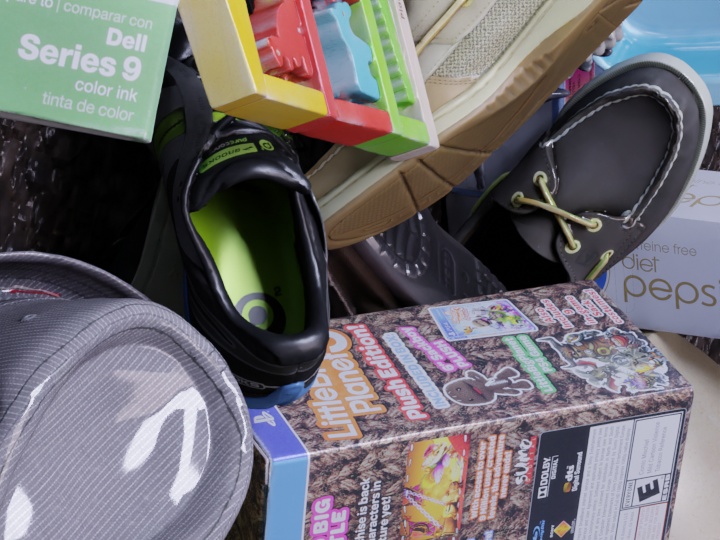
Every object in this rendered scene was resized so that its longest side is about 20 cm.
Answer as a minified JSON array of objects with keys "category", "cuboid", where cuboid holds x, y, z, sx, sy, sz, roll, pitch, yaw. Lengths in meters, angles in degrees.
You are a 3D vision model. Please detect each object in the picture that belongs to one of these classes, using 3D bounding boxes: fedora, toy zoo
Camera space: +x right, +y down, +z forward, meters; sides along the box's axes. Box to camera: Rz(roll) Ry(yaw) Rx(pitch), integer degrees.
[{"category":"fedora","cuboid":[-0.112,0.080,1.029,0.200,0.090,0.177,-37,103,-35]},{"category":"toy zoo","cuboid":[-0.032,-0.115,1.062,0.200,0.020,0.132,9,65,-66]}]

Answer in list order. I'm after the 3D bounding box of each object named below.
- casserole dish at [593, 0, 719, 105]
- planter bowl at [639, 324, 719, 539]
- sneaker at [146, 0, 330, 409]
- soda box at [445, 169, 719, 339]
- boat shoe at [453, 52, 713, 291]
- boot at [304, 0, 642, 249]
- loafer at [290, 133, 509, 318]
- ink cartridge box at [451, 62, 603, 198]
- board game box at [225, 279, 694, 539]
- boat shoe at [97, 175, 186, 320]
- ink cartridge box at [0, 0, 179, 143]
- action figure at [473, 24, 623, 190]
[{"category":"casserole dish","cuboid":[0.154,-0.174,1.299,0.039,0.121,0.200,-70,156,-64]},{"category":"planter bowl","cuboid":[0.113,0.096,1.432,0.200,0.200,0.135,-38,114,-49]},{"category":"sneaker","cuboid":[-0.050,-0.047,1.107,0.071,0.083,0.200,-13,81,-21]},{"category":"soda box","cuboid":[0.144,-0.012,1.404,0.068,0.200,0.064,-34,123,-51]},{"category":"boat shoe","cuboid":[0.092,-0.020,1.337,0.201,0.072,0.061,-51,174,39]},{"category":"boot","cuboid":[0.013,-0.122,1.190,0.200,0.155,0.073,-44,166,7]},{"category":"loafer","cuboid":[0.000,0.000,1.277,0.200,0.071,0.073,50,30,-33]},{"category":"ink cartridge box","cuboid":[0.114,-0.133,1.434,0.200,0.076,0.137,-39,134,-50]},{"category":"board game box","cuboid":[0.027,0.107,1.241,0.200,0.097,0.160,-8,122,-23]},{"category":"boat shoe","cuboid":[-0.084,0.030,1.160,0.066,0.074,0.200,128,-20,-72]},{"category":"ink cartridge box","cuboid":[-0.106,-0.151,0.942,0.087,0.145,0.201,9,94,-22]},{"category":"action figure","cuboid":[0.048,-0.120,1.281,0.119,0.102,0.200,-7,110,-14]}]
